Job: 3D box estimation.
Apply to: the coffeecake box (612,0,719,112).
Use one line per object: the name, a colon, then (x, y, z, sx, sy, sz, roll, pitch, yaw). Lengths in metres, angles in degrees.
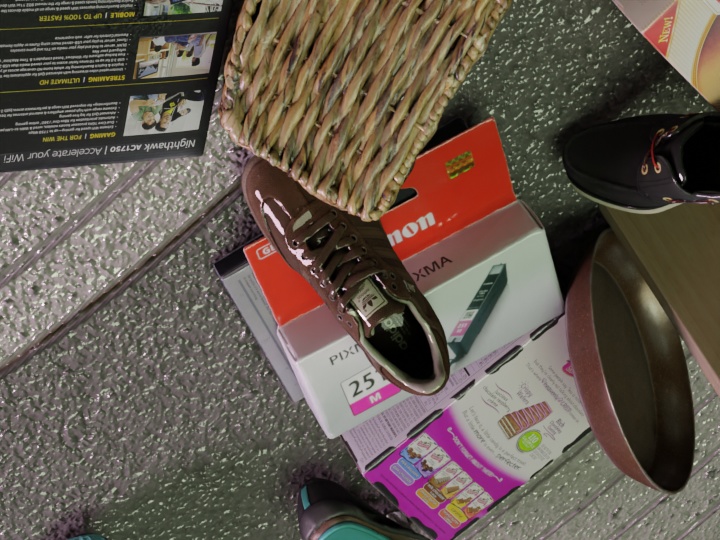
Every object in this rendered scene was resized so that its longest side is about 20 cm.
coffeecake box: (0.280, -0.186, 1.379, 0.153, 0.073, 0.200, -44, 135, 12)

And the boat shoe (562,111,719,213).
boat shoe: (0.225, -0.078, 1.373, 0.063, 0.200, 0.074, 37, 66, -53)

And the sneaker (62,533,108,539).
sneaker: (-0.194, 0.264, 1.510, 0.091, 0.078, 0.201, -22, 141, -34)

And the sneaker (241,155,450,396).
sneaker: (0.000, 0.000, 1.318, 0.070, 0.076, 0.200, -40, 114, 0)

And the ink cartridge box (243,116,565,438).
ink cartridge box: (0.035, 0.008, 1.394, 0.199, 0.044, 0.174, -28, 138, -6)

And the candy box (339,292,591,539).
candy box: (0.098, 0.105, 1.535, 0.199, 0.061, 0.136, -38, 136, 6)

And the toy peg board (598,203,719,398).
toy peg board: (0.306, 0.002, 1.481, 0.198, 0.201, 0.098, -24, 150, -9)

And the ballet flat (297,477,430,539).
ballet flat: (0.015, 0.214, 1.575, 0.068, 0.069, 0.200, -38, 136, 7)

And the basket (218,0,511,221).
basket: (0.001, -0.152, 1.232, 0.142, 0.149, 0.201, 30, 101, -5)

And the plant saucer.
plant saucer: (0.197, 0.069, 1.488, 0.034, 0.202, 0.200, -16, 142, 25)

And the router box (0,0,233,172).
router box: (-0.178, -0.132, 1.176, 0.198, 0.051, 0.150, -6, 132, -26)

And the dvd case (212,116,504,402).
dvd case: (0.010, -0.005, 1.416, 0.199, 0.025, 0.151, -30, 137, -2)
